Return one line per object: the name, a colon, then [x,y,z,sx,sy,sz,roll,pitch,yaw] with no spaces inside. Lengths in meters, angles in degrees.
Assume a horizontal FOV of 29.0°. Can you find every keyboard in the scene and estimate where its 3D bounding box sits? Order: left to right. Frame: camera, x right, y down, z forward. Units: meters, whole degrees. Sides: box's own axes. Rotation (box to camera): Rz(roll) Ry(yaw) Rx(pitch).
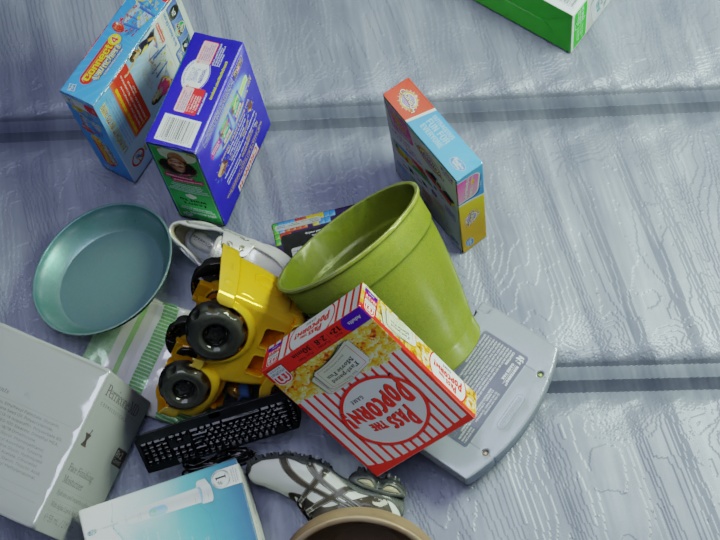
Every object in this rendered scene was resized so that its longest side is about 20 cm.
keyboard: [-0.163,0.209,1.671,0.198,0.104,0.040,-16,51,-2]

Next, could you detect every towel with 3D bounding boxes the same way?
towel: [-0.253,0.111,1.771,0.198,0.023,0.154,17,70,14]

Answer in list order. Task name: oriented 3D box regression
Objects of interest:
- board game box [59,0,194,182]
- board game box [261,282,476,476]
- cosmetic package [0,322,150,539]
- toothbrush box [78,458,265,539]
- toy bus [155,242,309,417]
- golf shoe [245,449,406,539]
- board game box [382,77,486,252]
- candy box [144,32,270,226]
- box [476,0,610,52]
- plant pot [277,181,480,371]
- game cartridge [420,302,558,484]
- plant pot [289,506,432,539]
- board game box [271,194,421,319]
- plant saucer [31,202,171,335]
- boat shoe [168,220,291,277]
board game box: [-0.292,-0.250,1.840,0.056,0.200,0.197,26,70,18]
board game box: [0.011,0.126,1.568,0.151,0.200,0.046,-35,25,26]
cosmetic package: [-0.383,0.198,1.662,0.164,0.165,0.201,21,76,15]
toothbrush box: [-0.214,0.328,1.635,0.198,0.085,0.147,-19,66,-3]
toy bus: [-0.134,0.096,1.678,0.191,0.201,0.136,22,26,-16]
golf shoe: [-0.048,0.273,1.646,0.198,0.078,0.095,11,68,12]
board game box: [0.095,-0.128,1.739,0.040,0.200,0.153,-34,67,-9]
candy box: [-0.193,-0.178,1.796,0.076,0.200,0.170,15,67,14]
box: [0.255,-0.431,1.912,0.199,0.097,0.177,32,73,19]
plant pot: [0.037,0.034,1.632,0.200,0.200,0.193,-39,107,-11]
game cartridge: [0.145,0.151,1.676,0.133,0.041,0.200,32,74,22]
plant pot: [0.006,0.344,1.576,0.199,0.093,0.203,3,111,7]
board game box: [0.000,0.000,1.773,0.198,0.057,0.167,-13,67,1]
plant saucer: [-0.328,0.004,1.802,0.198,0.036,0.201,-11,55,15]
boat shoe: [-0.167,-0.014,1.763,0.199,0.069,0.071,21,91,34]
